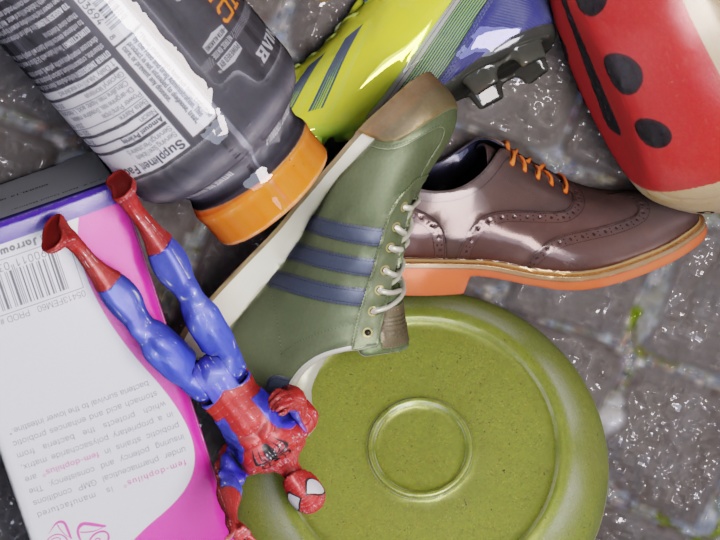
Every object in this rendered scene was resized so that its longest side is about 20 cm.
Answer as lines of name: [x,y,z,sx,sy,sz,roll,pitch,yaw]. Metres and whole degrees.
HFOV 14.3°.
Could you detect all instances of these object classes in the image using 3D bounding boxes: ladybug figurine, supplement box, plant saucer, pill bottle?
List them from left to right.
supplement box: [-0.145,0.055,1.473,0.101,0.103,0.201,-19,104,-8]
pill bottle: [-0.103,-0.107,1.400,0.106,0.106,0.200,-41,109,0]
plant saucer: [0.031,0.097,1.495,0.198,0.031,0.201,0,66,0]
ladybug figurine: [0.151,-0.110,1.475,0.072,0.136,0.201,-30,115,-10]

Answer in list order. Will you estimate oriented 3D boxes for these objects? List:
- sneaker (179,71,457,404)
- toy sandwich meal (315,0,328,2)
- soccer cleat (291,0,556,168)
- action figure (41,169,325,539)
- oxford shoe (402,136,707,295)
sneaker: [0.000,0.000,1.453,0.090,0.067,0.200,46,111,9]
toy sandwich meal: [0.017,-0.211,1.399,0.205,0.205,0.070,-43,89,0]
soccer cleat: [0.004,-0.106,1.499,0.199,0.065,0.084,-24,77,-1]
action figure: [-0.073,0.056,1.389,0.065,0.099,0.200,-34,116,6]
oxford shoe: [0.089,-0.032,1.512,0.198,0.071,0.073,-5,109,-15]
